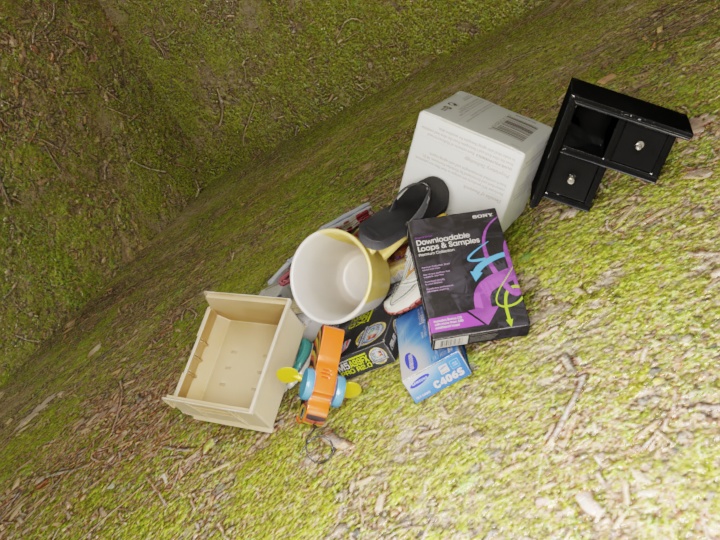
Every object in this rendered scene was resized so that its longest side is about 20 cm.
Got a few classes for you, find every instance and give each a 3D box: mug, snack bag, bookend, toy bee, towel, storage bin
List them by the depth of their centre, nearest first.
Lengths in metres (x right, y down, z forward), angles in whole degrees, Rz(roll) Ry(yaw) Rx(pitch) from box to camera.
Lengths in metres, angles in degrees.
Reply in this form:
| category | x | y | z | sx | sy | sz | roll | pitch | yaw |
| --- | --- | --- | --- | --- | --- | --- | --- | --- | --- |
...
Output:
| category | x | y | z | sx | sy | sz | roll | pitch | yaw |
| --- | --- | --- | --- | --- | --- | --- | --- | --- | --- |
| toy bee | -0.074 | 0.190 | 1.183 | 0.202 | 0.130 | 0.109 | -59 | 6 | -31 |
| bookend | 0.400 | -0.178 | 1.267 | 0.093 | 0.194 | 0.204 | -63 | -9 | -57 |
| mug | -0.004 | 0.009 | 1.297 | 0.182 | 0.154 | 0.152 | -9 | -5 | 24 |
| storage bin | -0.215 | 0.151 | 1.322 | 0.194 | 0.094 | 0.204 | 4 | 61 | 25 |
| towel | -0.059 | -0.044 | 1.440 | 0.144 | 0.023 | 0.199 | -41 | -2 | 33 |
| snack bag | -0.081 | -0.048 | 1.516 | 0.199 | 0.022 | 0.188 | -42 | -4 | 34 |

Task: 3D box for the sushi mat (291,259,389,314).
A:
| category | x | y | z | sx | sy | sz | roll | pitch | yaw |
| --- | --- | --- | --- | --- | --- | --- | --- | --- | --- |
| sushi mat | -0.042 | 0.032 | 1.437 | 0.195 | 0.012 | 0.097 | -13 | 41 | 25 |

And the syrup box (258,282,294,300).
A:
| category | x | y | z | sx | sy | sz | roll | pitch | yaw |
| --- | --- | --- | --- | --- | --- | --- | --- | --- | --- |
| syrup box | -0.188 | 0.110 | 1.597 | 0.080 | 0.080 | 0.201 | -24 | 22 | 26 |

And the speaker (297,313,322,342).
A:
| category | x | y | z | sx | sy | sz | roll | pitch | yaw |
| --- | --- | --- | --- | --- | --- | --- | --- | --- | --- |
| speaker | -0.088 | 0.084 | 1.490 | 0.198 | 0.082 | 0.081 | -37 | 19 | -5 |

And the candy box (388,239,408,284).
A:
| category | x | y | z | sx | sy | sz | roll | pitch | yaw |
| --- | --- | --- | --- | --- | --- | --- | --- | --- | --- |
| candy box | 0.146 | -0.039 | 1.441 | 0.197 | 0.057 | 0.117 | -27 | 18 | 24 |

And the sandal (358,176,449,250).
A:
| category | x | y | z | sx | sy | sz | roll | pitch | yaw |
| --- | --- | --- | --- | --- | --- | --- | --- | --- | --- |
| sandal | 0.077 | -0.097 | 1.221 | 0.075 | 0.044 | 0.199 | 30 | 48 | 25 |

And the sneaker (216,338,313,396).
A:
| category | x | y | z | sx | sy | sz | roll | pitch | yaw |
| --- | --- | --- | --- | --- | --- | --- | --- | --- | --- |
| sneaker | -0.166 | 0.185 | 1.383 | 0.198 | 0.081 | 0.077 | -36 | 19 | -9 |

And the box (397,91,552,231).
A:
| category | x | y | z | sx | sy | sz | roll | pitch | yaw |
| --- | --- | --- | --- | --- | --- | --- | --- | --- | --- |
| box | 0.201 | -0.185 | 1.357 | 0.197 | 0.175 | 0.199 | 25 | 31 | 18 |

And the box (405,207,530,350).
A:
| category | x | y | z | sx | sy | sz | roll | pitch | yaw |
| --- | --- | --- | --- | --- | --- | --- | --- | --- | --- |
| box | 0.150 | 0.008 | 1.116 | 0.139 | 0.036 | 0.204 | -9 | 57 | -4 |

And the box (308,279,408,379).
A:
| category | x | y | z | sx | sy | sz | roll | pitch | yaw |
| --- | --- | --- | --- | --- | --- | --- | --- | --- | --- |
| box | 0.007 | 0.106 | 1.342 | 0.158 | 0.045 | 0.201 | -24 | 21 | 28 |

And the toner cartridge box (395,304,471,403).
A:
| category | x | y | z | sx | sy | sz | roll | pitch | yaw |
| --- | --- | --- | --- | --- | --- | --- | --- | --- | --- |
| toner cartridge box | 0.106 | 0.111 | 1.170 | 0.094 | 0.044 | 0.201 | -31 | 19 | 11 |

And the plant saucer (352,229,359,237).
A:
| category | x | y | z | sx | sy | sz | roll | pitch | yaw |
| --- | --- | --- | --- | --- | --- | --- | --- | --- | --- |
| plant saucer | 0.028 | -0.075 | 1.523 | 0.199 | 0.037 | 0.199 | -40 | -3 | 42 |

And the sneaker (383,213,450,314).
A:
| category | x | y | z | sx | sy | sz | roll | pitch | yaw |
| --- | --- | --- | --- | --- | --- | --- | --- | --- | --- |
| sneaker | 0.102 | -0.008 | 1.243 | 0.201 | 0.082 | 0.077 | -49 | -14 | 25 |
